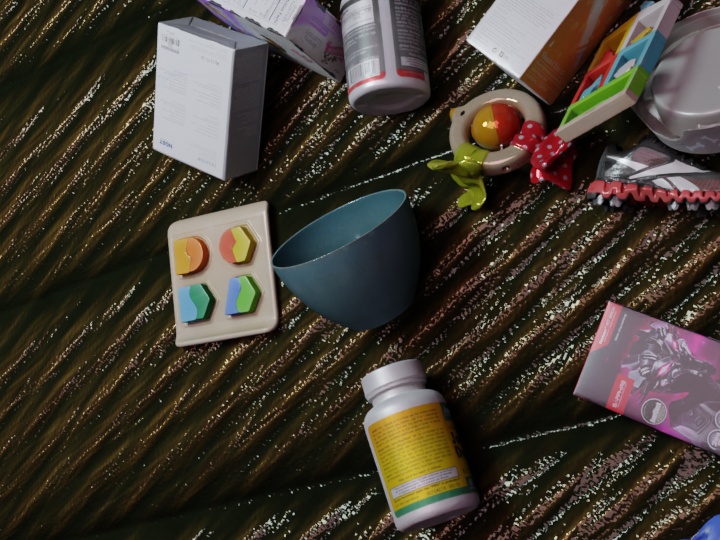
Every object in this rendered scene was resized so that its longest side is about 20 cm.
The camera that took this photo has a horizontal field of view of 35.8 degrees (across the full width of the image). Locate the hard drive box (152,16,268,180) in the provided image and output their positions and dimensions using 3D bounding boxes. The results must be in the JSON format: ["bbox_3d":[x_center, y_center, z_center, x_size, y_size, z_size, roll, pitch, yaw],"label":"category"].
[{"bbox_3d":[-0.225,-0.255,1.648,0.156,0.077,0.200,25,121,30],"label":"hard drive box"}]

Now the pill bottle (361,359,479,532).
[{"bbox_3d":[0.070,0.222,1.427,0.113,0.113,0.200,-27,69,23],"label":"pill bottle"}]

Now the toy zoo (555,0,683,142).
[{"bbox_3d":[0.317,-0.253,1.347,0.131,0.020,0.200,-29,27,58],"label":"toy zoo"}]

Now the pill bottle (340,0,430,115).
[{"bbox_3d":[0.031,-0.327,1.541,0.114,0.114,0.200,-12,76,27],"label":"pill bottle"}]

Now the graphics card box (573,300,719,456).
[{"bbox_3d":[0.365,0.127,1.314,0.200,0.051,0.126,23,93,29],"label":"graphics card box"}]

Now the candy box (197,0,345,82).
[{"bbox_3d":[-0.122,-0.363,1.600,0.200,0.168,0.072,30,90,29],"label":"candy box"}]

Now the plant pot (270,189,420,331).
[{"bbox_3d":[0.000,0.000,1.478,0.200,0.200,0.135,-20,108,25],"label":"plant pot"}]

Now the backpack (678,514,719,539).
[{"bbox_3d":[0.393,0.353,1.196,0.168,0.162,0.200,27,96,33],"label":"backpack"}]

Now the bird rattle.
[{"bbox_3d":[0.184,-0.171,1.442,0.200,0.113,0.163,-22,55,21],"label":"bird rattle"}]

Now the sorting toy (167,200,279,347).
[{"bbox_3d":[-0.211,0.005,1.665,0.185,0.036,0.200,-11,76,28],"label":"sorting toy"}]

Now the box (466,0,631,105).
[{"bbox_3d":[0.250,-0.330,1.413,0.097,0.124,0.200,43,103,27],"label":"box"}]

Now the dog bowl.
[{"bbox_3d":[0.415,-0.219,1.297,0.200,0.059,0.200,-20,45,21],"label":"dog bowl"}]

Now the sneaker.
[{"bbox_3d":[0.374,-0.116,1.337,0.200,0.071,0.098,7,86,30],"label":"sneaker"}]
